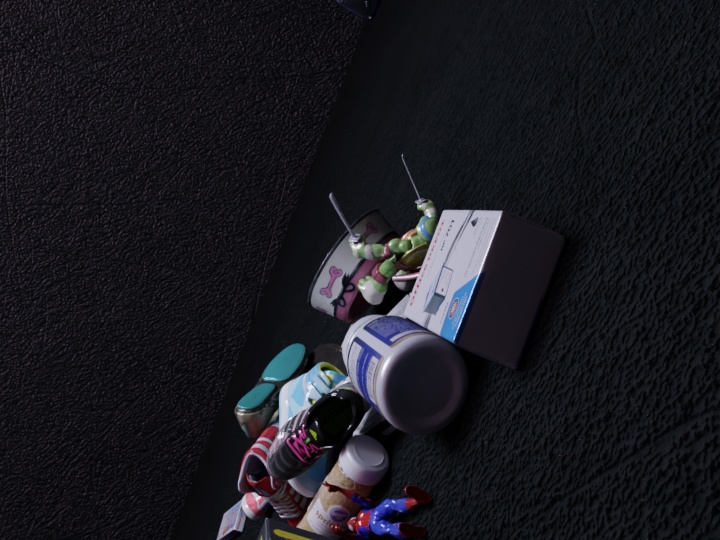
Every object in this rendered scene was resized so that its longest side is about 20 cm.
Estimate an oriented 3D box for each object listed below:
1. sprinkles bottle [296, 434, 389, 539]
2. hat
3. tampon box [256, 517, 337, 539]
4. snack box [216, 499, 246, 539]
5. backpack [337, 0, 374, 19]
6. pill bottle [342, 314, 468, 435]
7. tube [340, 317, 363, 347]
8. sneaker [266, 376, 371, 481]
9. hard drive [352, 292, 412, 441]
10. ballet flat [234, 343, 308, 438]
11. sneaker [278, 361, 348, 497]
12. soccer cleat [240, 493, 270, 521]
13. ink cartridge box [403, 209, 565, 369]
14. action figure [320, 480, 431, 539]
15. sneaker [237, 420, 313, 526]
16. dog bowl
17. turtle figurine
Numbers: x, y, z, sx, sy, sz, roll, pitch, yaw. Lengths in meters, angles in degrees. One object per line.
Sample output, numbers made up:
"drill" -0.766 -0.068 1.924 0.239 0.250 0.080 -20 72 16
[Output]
"sprinkles bottle" -0.029 0.324 1.127 0.069 0.067 0.202 -89 23 -57
"hat" -0.052 0.230 1.322 0.199 0.080 0.204 -33 43 38
"tampon box" -0.085 0.445 0.986 0.126 0.148 0.203 -122 55 -73
"snack box" -0.316 0.622 1.957 0.200 0.024 0.073 130 158 -56
"backpack" 0.017 -1.080 2.946 0.169 0.160 0.201 -77 14 -46
"pill bottle" 0.047 0.120 0.991 0.118 0.114 0.200 -68 18 1
"tube" -0.024 0.167 1.418 0.052 0.057 0.202 49 133 25
"sneaker" -0.062 0.224 1.103 0.199 0.074 0.087 -41 -4 10
"hard drive" 0.043 0.149 1.174 0.140 0.037 0.203 131 157 -56
"ballet flat" -0.142 0.203 1.312 0.200 0.067 0.077 -50 -43 -53
"sneaker" -0.063 0.226 1.194 0.130 0.079 0.202 -42 41 30
"soccer cleat" -0.212 0.460 1.725 0.073 0.068 0.200 -41 15 11
"ink cartridge box" 0.133 0.013 0.905 0.200 0.085 0.149 -160 91 -76
"action figure" 0.004 0.299 0.980 0.200 0.097 0.066 129 160 -60
"sneaker" -0.123 0.346 1.219 0.070 0.203 0.112 -16 8 26
"dog bowl" 0.000 0.000 1.348 0.201 0.073 0.201 -49 -14 -17
"turtle figurine" 0.049 -0.052 1.194 0.145 0.198 0.195 -59 -5 -37
